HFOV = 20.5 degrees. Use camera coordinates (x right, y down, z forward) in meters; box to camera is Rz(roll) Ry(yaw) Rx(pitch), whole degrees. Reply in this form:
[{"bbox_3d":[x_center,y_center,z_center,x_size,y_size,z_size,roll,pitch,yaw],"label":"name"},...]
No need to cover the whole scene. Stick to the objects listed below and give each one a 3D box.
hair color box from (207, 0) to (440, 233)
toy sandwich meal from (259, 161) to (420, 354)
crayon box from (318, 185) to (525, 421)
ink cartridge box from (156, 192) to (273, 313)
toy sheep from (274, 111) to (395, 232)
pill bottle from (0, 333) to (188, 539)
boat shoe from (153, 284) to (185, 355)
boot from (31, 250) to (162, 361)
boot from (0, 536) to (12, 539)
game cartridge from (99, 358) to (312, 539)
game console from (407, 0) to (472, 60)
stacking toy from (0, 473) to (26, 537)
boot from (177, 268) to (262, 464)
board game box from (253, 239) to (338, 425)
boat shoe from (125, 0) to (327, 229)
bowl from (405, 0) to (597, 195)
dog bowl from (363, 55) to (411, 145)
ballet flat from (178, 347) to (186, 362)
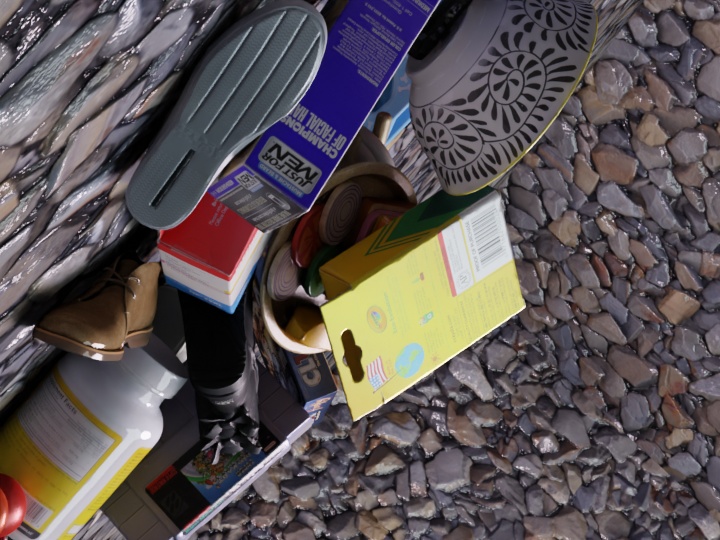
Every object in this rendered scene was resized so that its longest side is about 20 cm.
[{"bbox_3d":[-0.028,-0.131,1.471,0.201,0.065,0.109,-60,-167,-17],"label":"hair color box"},{"bbox_3d":[0.000,0.000,1.734,0.204,0.070,0.207,-28,134,-32],"label":"toy sandwich meal"},{"bbox_3d":[0.043,0.023,1.705,0.199,0.051,0.128,-32,125,-25],"label":"crayon box"},{"bbox_3d":[-0.107,-0.046,1.588,0.200,0.067,0.117,105,10,-78],"label":"ink cartridge box"},{"bbox_3d":[-0.029,-0.079,1.807,0.138,0.138,0.200,-50,171,26],"label":"toy sheep"},{"bbox_3d":[-0.244,0.141,1.736,0.200,0.112,0.112,-48,174,6],"label":"pill bottle"},{"bbox_3d":[-0.216,0.099,1.877,0.200,0.071,0.064,-50,173,8],"label":"boat shoe"},{"bbox_3d":[-0.204,0.025,1.570,0.200,0.073,0.076,-36,148,-78],"label":"boot"},{"bbox_3d":[-0.374,0.285,1.971,0.200,0.073,0.151,-38,170,-33],"label":"boot"},{"bbox_3d":[-0.155,0.159,1.814,0.200,0.130,0.038,-41,156,-15],"label":"game cartridge"},{"bbox_3d":[0.065,-0.288,1.628,0.200,0.118,0.171,-48,-155,16],"label":"game console"},{"bbox_3d":[-0.326,0.197,1.592,0.085,0.085,0.200,-48,172,8],"label":"stacking toy"},{"bbox_3d":[-0.120,0.057,1.753,0.163,0.072,0.200,86,1,-64],"label":"boot"},{"bbox_3d":[-0.080,0.043,1.893,0.034,0.202,0.136,-19,167,-13],"label":"board game box"},{"bbox_3d":[-0.098,-0.117,1.391,0.200,0.072,0.062,-46,-160,19],"label":"boat shoe"},{"bbox_3d":[0.099,-0.172,1.682,0.201,0.094,0.201,-47,-160,23],"label":"bowl"},{"bbox_3d":[0.011,-0.152,1.991,0.200,0.050,0.112,-47,174,-19],"label":"dog bowl"},{"bbox_3d":[-0.211,0.106,1.989,0.200,0.069,0.069,-47,174,-15],"label":"ballet flat"}]
